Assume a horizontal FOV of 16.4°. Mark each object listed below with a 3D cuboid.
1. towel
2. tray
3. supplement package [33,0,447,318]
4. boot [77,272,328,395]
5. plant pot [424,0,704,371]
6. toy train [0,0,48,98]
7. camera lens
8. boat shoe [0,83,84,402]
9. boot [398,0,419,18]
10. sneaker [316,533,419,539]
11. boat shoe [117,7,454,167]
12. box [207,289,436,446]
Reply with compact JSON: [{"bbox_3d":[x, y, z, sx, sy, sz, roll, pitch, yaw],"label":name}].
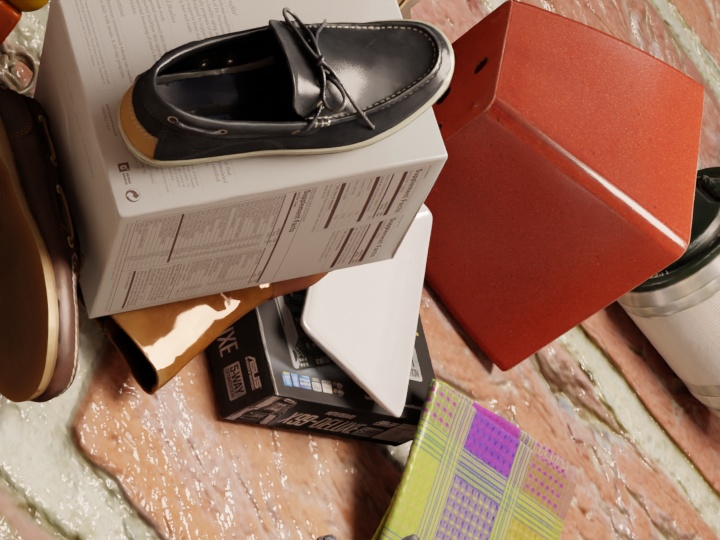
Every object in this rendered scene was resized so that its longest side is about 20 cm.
[{"bbox_3d":[0.082,0.175,1.745,0.200,0.023,0.144,35,68,-45],"label":"towel"},{"bbox_3d":[0.000,0.000,1.693,0.107,0.022,0.201,46,35,-30],"label":"tray"},{"bbox_3d":[-0.076,-0.084,1.484,0.199,0.151,0.153,-11,69,-17],"label":"supplement package"},{"bbox_3d":[-0.117,-0.043,1.576,0.200,0.068,0.189,-32,91,-31],"label":"boot"},{"bbox_3d":[0.125,-0.082,1.892,0.176,0.200,0.200,38,39,-22],"label":"plant pot"},{"bbox_3d":[-0.204,-0.168,1.495,0.200,0.115,0.085,39,40,-38],"label":"toy train"},{"bbox_3d":[0.320,0.023,2.141,0.200,0.159,0.160,49,34,-27],"label":"camera lens"},{"bbox_3d":[-0.192,-0.018,1.454,0.070,0.070,0.201,9,61,-50],"label":"boat shoe"},{"bbox_3d":[0.014,-0.228,1.932,0.076,0.074,0.200,48,36,-11],"label":"boot"},{"bbox_3d":[0.037,0.239,1.630,0.200,0.075,0.114,31,48,-41],"label":"sneaker"},{"bbox_3d":[-0.036,-0.105,1.385,0.199,0.062,0.075,-12,69,-19],"label":"boat shoe"},{"bbox_3d":[-0.031,0.031,1.694,0.200,0.050,0.159,15,56,-53],"label":"box"}]
